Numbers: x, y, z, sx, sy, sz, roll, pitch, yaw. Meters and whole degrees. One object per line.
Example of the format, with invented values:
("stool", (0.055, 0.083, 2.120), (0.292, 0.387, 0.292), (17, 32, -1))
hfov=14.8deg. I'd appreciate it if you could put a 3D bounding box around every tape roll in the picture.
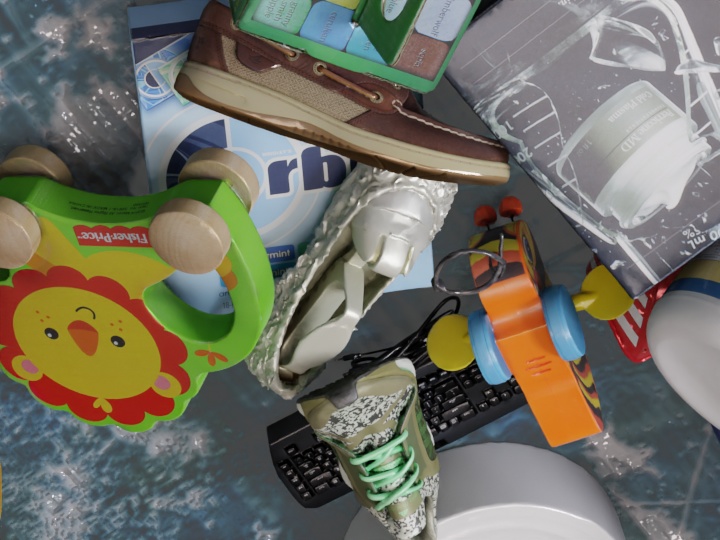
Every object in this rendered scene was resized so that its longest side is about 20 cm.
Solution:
("tape roll", (0.085, 0.216, 1.857), (0.201, 0.071, 0.204), (-5, 124, -7))

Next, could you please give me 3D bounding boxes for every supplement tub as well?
("supplement tub", (0.277, 0.001, 1.630), (0.200, 0.144, 0.145), (-51, 123, -17))

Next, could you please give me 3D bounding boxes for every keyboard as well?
("keyboard", (0.031, 0.088, 1.782), (0.199, 0.040, 0.104), (-28, 124, 8))

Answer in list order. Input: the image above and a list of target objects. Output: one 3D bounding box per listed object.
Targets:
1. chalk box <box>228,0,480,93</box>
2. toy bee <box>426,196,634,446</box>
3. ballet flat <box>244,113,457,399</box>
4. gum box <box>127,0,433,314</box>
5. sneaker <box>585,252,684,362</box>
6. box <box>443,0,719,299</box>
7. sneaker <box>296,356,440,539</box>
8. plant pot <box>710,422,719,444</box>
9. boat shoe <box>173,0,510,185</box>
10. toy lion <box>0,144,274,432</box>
("chalk box", (0.002, -0.188, 1.498), (0.123, 0.200, 0.125), (18, 118, -20))
("toy bee", (0.105, 0.012, 1.707), (0.130, 0.109, 0.201), (-3, 139, -1))
("ballet flat", (0.000, 0.000, 1.651), (0.071, 0.072, 0.200), (27, 115, -24))
("gum box", (-0.046, -0.072, 1.660), (0.169, 0.045, 0.201), (-8, 125, -4))
("sneaker", (0.234, 0.017, 1.760), (0.199, 0.079, 0.116), (27, 124, -11))
("box", (0.171, -0.131, 1.590), (0.200, 0.124, 0.197), (-37, 110, 15))
("sneaker", (0.020, 0.118, 1.705), (0.077, 0.089, 0.200), (-27, 155, 3))
("plant pot", (0.352, 0.148, 1.751), (0.199, 0.181, 0.200), (-25, 152, 9))
("boat shoe", (-0.003, -0.103, 1.575), (0.199, 0.072, 0.072), (18, 87, -3))
("toy lion", (-0.142, 0.020, 1.660), (0.199, 0.069, 0.192), (1, 130, 23))
